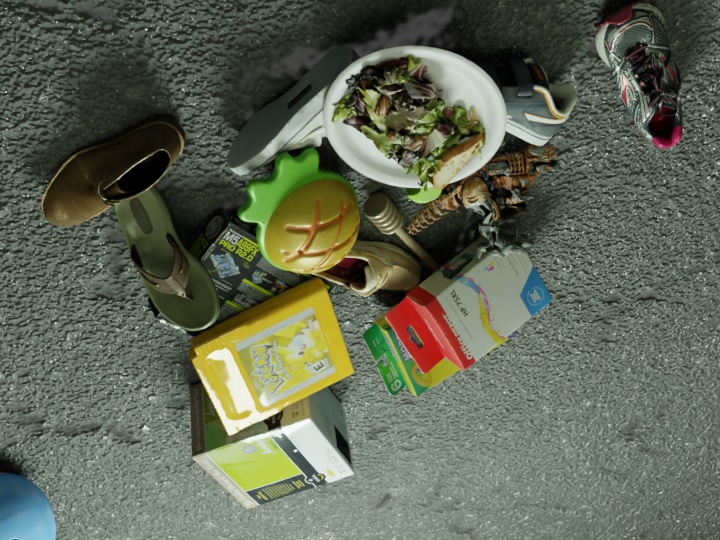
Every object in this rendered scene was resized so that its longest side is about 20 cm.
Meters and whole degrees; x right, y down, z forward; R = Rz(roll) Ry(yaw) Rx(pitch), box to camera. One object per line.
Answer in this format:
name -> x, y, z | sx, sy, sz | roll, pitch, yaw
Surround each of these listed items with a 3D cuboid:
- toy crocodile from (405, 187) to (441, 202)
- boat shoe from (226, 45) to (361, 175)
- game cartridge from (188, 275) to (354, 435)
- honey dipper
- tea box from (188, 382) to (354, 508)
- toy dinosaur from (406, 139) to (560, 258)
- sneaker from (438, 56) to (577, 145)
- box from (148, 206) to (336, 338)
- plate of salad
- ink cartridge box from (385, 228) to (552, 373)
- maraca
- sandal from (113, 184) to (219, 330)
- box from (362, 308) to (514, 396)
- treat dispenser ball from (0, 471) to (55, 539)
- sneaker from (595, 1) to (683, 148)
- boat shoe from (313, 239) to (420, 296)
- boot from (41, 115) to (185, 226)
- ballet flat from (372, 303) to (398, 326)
toy crocodile -> 0.060, -0.161, 1.093 | 0.061, 0.068, 0.201 | -17, 140, 8
boat shoe -> -0.063, -0.166, 1.061 | 0.200, 0.071, 0.070 | -39, 131, 19
game cartridge -> -0.118, 0.119, 1.273 | 0.199, 0.032, 0.177 | -27, 131, -11
honey dipper -> 0.068, -0.036, 1.266 | 0.038, 0.038, 0.200 | -27, 139, 18
tea box -> -0.139, 0.252, 1.475 | 0.195, 0.134, 0.200 | -20, 139, 8
toy dinosaur -> 0.158, -0.096, 1.198 | 0.198, 0.103, 0.136 | -10, 128, 27
sneaker -> 0.158, -0.206, 1.060 | 0.199, 0.079, 0.079 | 9, 140, -34
box -> -0.153, 0.029, 1.241 | 0.199, 0.044, 0.161 | 31, 103, -40
plate of salad -> 0.057, -0.153, 1.009 | 0.198, 0.048, 0.201 | 4, 141, 3
ink cartridge box -> 0.146, 0.049, 1.272 | 0.199, 0.067, 0.117 | -38, 111, -8
maraca -> -0.069, -0.068, 1.113 | 0.137, 0.107, 0.200 | -43, 146, -3
sandal -> -0.242, -0.012, 1.130 | 0.079, 0.057, 0.202 | -26, 104, 9
box -> 0.110, 0.089, 1.329 | 0.199, 0.048, 0.118 | -30, 111, -9
treat dispenser ball -> -0.594, 0.427, 1.513 | 0.199, 0.202, 0.202 | -7, 140, -6
sneaker -> 0.332, -0.225, 1.081 | 0.080, 0.075, 0.200 | -27, 137, 17
boat shoe -> 0.000, 0.000, 1.265 | 0.199, 0.070, 0.074 | 17, 133, -30
boot -> -0.288, -0.101, 1.062 | 0.199, 0.076, 0.074 | -29, 122, 18
ballet flat -> 0.110, 0.065, 1.386 | 0.198, 0.072, 0.072 | 5, 137, -23
